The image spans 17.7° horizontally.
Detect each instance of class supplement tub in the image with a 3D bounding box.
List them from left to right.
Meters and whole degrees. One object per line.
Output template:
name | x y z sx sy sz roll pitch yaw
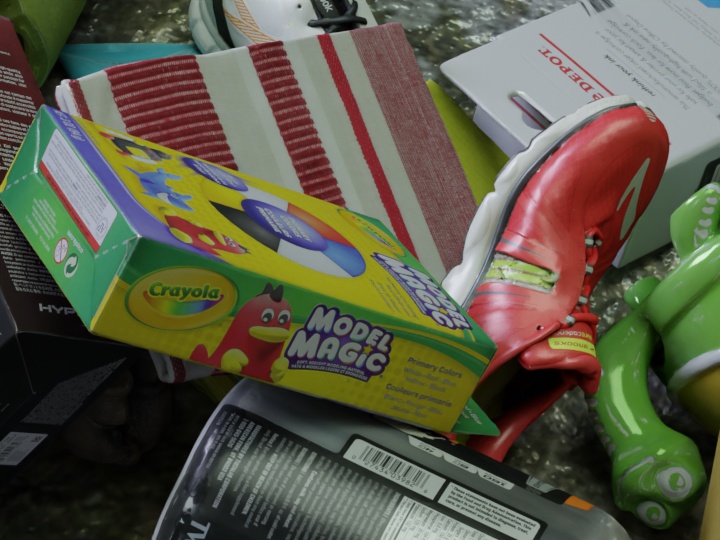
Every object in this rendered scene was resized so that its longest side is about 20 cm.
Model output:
supplement tub | 0.024 0.129 0.930 0.200 0.123 0.123 25 49 13

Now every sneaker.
sneaker | -0.015 -0.098 1.156 0.074 0.080 0.200 -29 65 -33
sneaker | 0.084 0.018 1.021 0.085 0.077 0.200 34 90 48

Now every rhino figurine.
rhino figurine | -0.139 0.004 1.041 0.060 0.088 0.200 -19 54 -21

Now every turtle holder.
turtle holder | 0.191 0.027 1.040 0.185 0.141 0.132 -26 73 -41

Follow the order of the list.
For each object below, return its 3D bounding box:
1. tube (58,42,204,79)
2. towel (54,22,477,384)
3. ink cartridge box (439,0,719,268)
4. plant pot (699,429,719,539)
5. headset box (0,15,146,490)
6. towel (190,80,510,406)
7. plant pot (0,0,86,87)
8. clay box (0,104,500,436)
tube | -0.100 -0.061 1.131 0.077 0.051 0.200 3 32 -16
towel | -0.032 -0.033 1.033 0.200 0.023 0.144 -13 77 -40
ink cartridge box | 0.139 -0.078 1.164 0.200 0.067 0.116 -25 56 -34
plant pot | 0.215 0.143 0.883 0.195 0.194 0.201 17 91 6
headset box | -0.191 -0.008 0.977 0.077 0.149 0.200 10 47 -49
towel | 0.000 0.000 1.081 0.086 0.018 0.200 46 61 -3
plant pot | -0.192 -0.189 1.164 0.199 0.200 0.190 11 60 1
clay box | -0.034 0.003 0.922 0.200 0.048 0.115 17 20 -35
